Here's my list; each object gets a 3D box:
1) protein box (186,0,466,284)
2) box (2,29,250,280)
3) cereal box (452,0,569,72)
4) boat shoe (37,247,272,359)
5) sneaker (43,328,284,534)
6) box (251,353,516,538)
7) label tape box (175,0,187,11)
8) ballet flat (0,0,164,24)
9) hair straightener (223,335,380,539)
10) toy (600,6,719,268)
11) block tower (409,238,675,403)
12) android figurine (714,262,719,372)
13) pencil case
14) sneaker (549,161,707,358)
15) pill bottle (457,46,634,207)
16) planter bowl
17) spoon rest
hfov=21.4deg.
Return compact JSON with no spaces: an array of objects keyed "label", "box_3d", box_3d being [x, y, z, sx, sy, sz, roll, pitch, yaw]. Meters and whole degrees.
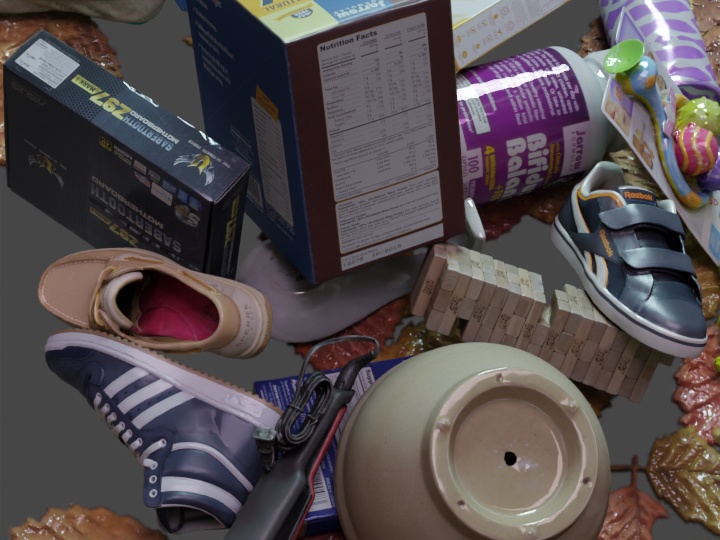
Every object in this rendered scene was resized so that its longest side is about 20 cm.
[{"label":"protein box","box_3d":[-0.029,-0.136,1.445,0.134,0.201,0.199,-19,34,-20]},{"label":"box","box_3d":[-0.180,-0.070,1.444,0.199,0.158,0.051,34,59,13]},{"label":"cereal box","box_3d":[0.095,-0.219,1.593,0.200,0.143,0.040,-35,112,-33]},{"label":"boat shoe","box_3d":[-0.162,0.020,1.399,0.199,0.069,0.074,8,88,28]},{"label":"sneaker","box_3d":[-0.159,0.119,1.376,0.199,0.070,0.109,19,69,17]},{"label":"box","box_3d":[0.028,0.124,1.423,0.198,0.032,0.122,-10,59,-13]},{"label":"label tape box","box_3d":[-0.068,-0.312,1.631,0.144,0.063,0.200,-2,42,45]},{"label":"ballet flat","box_3d":[-0.263,-0.252,1.608,0.198,0.063,0.068,4,56,-6]},{"label":"hair straightener","box_3d":[-0.043,0.126,1.340,0.041,0.077,0.201,22,70,29]},{"label":"toy","box_3d":[0.263,-0.109,1.526,0.200,0.047,0.116,45,45,-33]},{"label":"block tower","box_3d":[0.139,0.040,1.454,0.199,0.058,0.054,18,23,-8]},{"label":"android figurine","box_3d":[0.367,0.041,1.524,0.200,0.041,0.182,-36,69,-28]},{"label":"pencil case","box_3d":[0.256,-0.209,1.652,0.085,0.084,0.201,11,54,-29]},{"label":"sneaker","box_3d":[0.211,-0.014,1.468,0.078,0.080,0.200,9,27,-31]},{"label":"pill bottle","box_3d":[0.131,-0.119,1.550,0.199,0.113,0.113,-16,60,-17]},{"label":"planter bowl","box_3d":[0.091,0.138,1.328,0.199,0.135,0.202,3,74,-11]},{"label":"spoon rest","box_3d":[0.000,0.000,1.495,0.198,0.061,0.100,-15,58,-2]}]
